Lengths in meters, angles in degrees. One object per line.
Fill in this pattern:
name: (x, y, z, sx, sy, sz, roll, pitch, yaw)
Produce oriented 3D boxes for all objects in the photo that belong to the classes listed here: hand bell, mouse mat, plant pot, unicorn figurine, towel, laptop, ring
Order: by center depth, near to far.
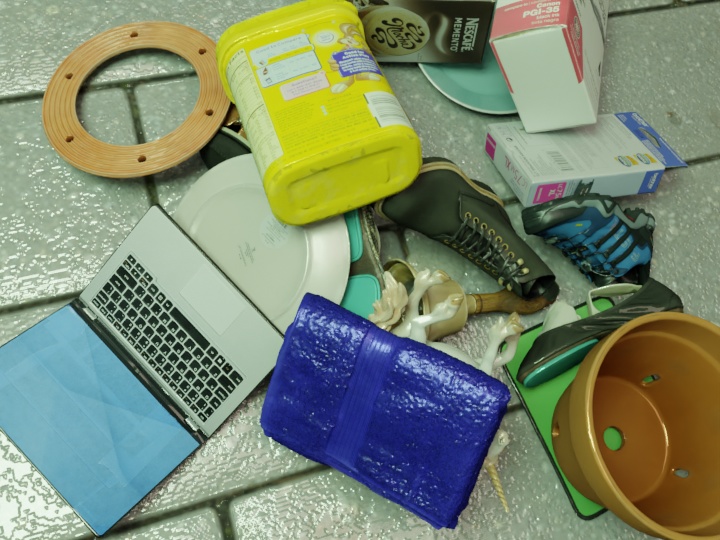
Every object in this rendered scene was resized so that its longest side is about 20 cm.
towel: (0.013, 0.123, 0.619, 0.198, 0.050, 0.149, 23, 112, 15)
laptop: (-0.202, 0.079, 0.640, 0.187, 0.116, 0.200, 45, 104, 5)
unicorn figurine: (0.086, 0.091, 0.652, 0.199, 0.074, 0.138, 33, 106, 7)
plant pot: (0.275, 0.156, 0.702, 0.197, 0.140, 0.203, 4, 70, -11)
ring: (-0.228, -0.178, 0.752, 0.198, 0.019, 0.203, -1, 63, 2)
hand bell: (0.124, 0.036, 0.758, 0.198, 0.104, 0.105, -3, 72, -26)
mouse mat: (0.252, 0.141, 0.781, 0.159, 0.008, 0.202, -21, 76, -18)

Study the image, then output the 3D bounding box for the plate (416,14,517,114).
plate: (0.151, -0.275, 0.890, 0.197, 0.026, 0.203, 4, 72, -11)

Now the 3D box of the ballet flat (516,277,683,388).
ballet flat: (0.242, 0.060, 0.768, 0.198, 0.068, 0.069, -19, 60, -11)

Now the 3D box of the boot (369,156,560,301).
boot: (0.112, -0.033, 0.710, 0.199, 0.078, 0.139, 1, 45, -46)

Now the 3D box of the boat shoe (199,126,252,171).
boat shoe: (-0.103, -0.056, 0.734, 0.063, 0.074, 0.202, -34, 86, -28)

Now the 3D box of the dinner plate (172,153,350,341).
dinner plate: (-0.105, -0.013, 0.691, 0.198, 0.024, 0.203, -1, 86, 17)

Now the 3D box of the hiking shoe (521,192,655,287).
hiking shoe: (0.253, -0.028, 0.778, 0.198, 0.074, 0.088, 6, 76, -33)

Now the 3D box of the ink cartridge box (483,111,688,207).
ink cartridge box: (0.253, -0.130, 0.829, 0.197, 0.042, 0.120, -9, 44, -13)

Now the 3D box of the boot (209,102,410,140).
boot: (-0.055, -0.157, 0.776, 0.200, 0.077, 0.155, 40, 67, 5)

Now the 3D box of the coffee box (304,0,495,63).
coffee box: (0.043, -0.294, 0.804, 0.197, 0.113, 0.081, 2, 71, 2)

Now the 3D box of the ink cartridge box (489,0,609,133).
ink cartridge box: (0.212, -0.278, 0.797, 0.082, 0.147, 0.202, -3, 58, 31)

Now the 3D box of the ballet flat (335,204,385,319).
ballet flat: (0.000, 0.000, 0.707, 0.067, 0.075, 0.203, -8, 84, 26)

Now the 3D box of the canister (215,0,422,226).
canister: (-0.042, -0.149, 0.666, 0.147, 0.087, 0.201, -19, 54, -5)
